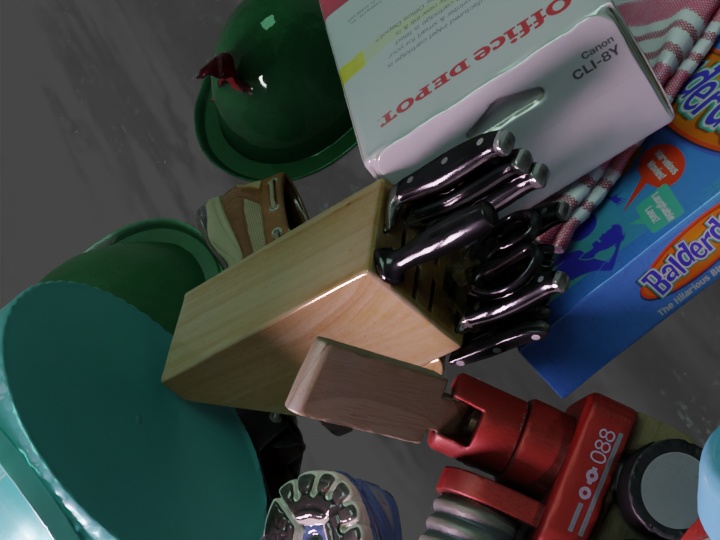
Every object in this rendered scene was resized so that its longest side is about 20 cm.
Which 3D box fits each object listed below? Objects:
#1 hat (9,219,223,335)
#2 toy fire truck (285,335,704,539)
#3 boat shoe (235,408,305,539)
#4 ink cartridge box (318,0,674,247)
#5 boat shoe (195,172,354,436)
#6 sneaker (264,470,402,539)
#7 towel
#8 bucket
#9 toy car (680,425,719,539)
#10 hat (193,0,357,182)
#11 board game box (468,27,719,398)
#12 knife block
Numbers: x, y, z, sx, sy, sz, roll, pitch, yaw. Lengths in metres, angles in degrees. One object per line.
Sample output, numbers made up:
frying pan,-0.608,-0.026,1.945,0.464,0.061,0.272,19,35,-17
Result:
hat,-0.199,0.018,0.862,0.164,0.176,0.202,-10,59,26
toy fire truck,0.047,0.123,0.633,0.199,0.129,0.177,25,77,1
boat shoe,-0.060,0.111,0.803,0.060,0.074,0.202,-20,58,21
ink cartridge box,0.065,-0.122,0.750,0.145,0.083,0.201,-32,36,15
boat shoe,-0.039,0.009,0.848,0.074,0.076,0.201,-34,51,4
sneaker,0.001,0.205,0.710,0.078,0.089,0.202,-2,83,34
towel,0.115,-0.094,0.777,0.201,0.030,0.146,-53,28,-15
bucket,-0.156,0.115,0.709,0.135,0.207,0.208,-41,49,21
toy car,0.236,0.115,0.581,0.176,0.186,0.200,16,42,27
hat,-0.075,-0.167,0.899,0.199,0.176,0.166,25,77,39
board game box,0.154,-0.044,0.736,0.200,0.045,0.152,-39,28,11
knife block,0.000,0.000,0.677,0.198,0.176,0.064,7,48,4
